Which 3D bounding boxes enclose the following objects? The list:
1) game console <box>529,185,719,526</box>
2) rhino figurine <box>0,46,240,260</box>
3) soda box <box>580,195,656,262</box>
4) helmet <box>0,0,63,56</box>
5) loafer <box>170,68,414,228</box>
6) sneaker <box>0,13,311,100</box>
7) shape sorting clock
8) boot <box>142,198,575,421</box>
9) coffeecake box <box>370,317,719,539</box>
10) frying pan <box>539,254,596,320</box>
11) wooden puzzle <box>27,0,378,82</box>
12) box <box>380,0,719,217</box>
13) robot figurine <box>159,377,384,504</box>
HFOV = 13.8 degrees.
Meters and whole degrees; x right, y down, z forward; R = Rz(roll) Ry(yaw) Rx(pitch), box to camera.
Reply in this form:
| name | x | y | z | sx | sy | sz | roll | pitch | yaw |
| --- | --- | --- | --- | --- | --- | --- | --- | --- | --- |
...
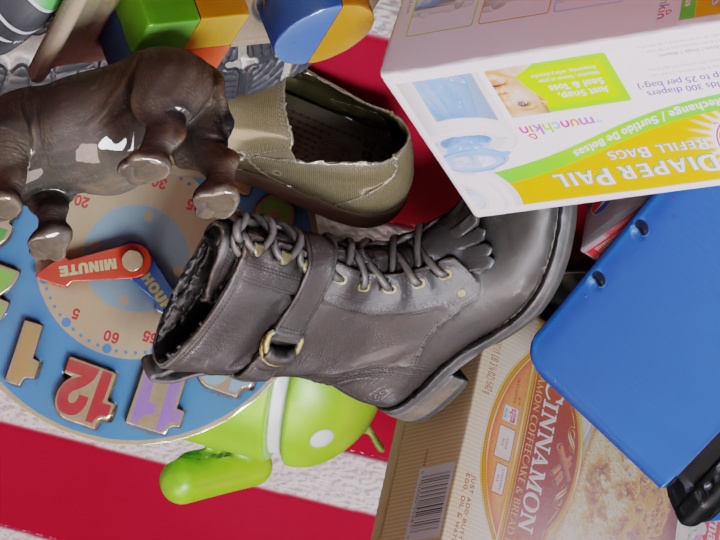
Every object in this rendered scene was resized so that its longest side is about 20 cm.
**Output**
| name | x | y | z | sx | sy | sz | roll | pitch | yaw |
| --- | --- | --- | --- | --- | --- | --- | --- | --- | --- |
| game console | 0.215 | 0.030 | 1.517 | 0.170 | 0.119 | 0.200 | -3 | 148 | -33 |
| rhino figurine | -0.148 | -0.052 | 1.374 | 0.199 | 0.088 | 0.060 | -12 | 137 | 18 |
| soda box | 0.211 | 0.001 | 1.552 | 0.200 | 0.070 | 0.063 | 33 | 136 | -23 |
| helmet | -0.207 | -0.185 | 1.371 | 0.199 | 0.191 | 0.200 | 12 | 145 | 8 |
| loafer | -0.059 | -0.085 | 1.554 | 0.199 | 0.076 | 0.067 | 15 | 145 | -15 |
| sneaker | -0.114 | -0.136 | 1.503 | 0.199 | 0.080 | 0.078 | 2 | 131 | -10 |
| shape sorting clock | -0.121 | -0.006 | 1.592 | 0.199 | 0.201 | 0.039 | 20 | -178 | -5 |
| boot | 0.000 | 0.000 | 1.531 | 0.174 | 0.069 | 0.200 | 16 | 121 | -35 |
| coffeecake box | 0.114 | 0.126 | 1.658 | 0.200 | 0.154 | 0.073 | 26 | 155 | -29 |
| frying pan | 0.149 | 0.036 | 1.661 | 0.115 | 0.031 | 0.190 | 16 | 159 | 5 |
| wooden puzzle | -0.040 | -0.144 | 1.383 | 0.199 | 0.046 | 0.185 | -14 | 157 | -30 |
| box | 0.129 | -0.107 | 1.414 | 0.199 | 0.102 | 0.113 | -7 | 138 | 31 |
| robot figurine | -0.074 | 0.043 | 1.689 | 0.199 | 0.116 | 0.176 | 14 | 113 | 7 |
